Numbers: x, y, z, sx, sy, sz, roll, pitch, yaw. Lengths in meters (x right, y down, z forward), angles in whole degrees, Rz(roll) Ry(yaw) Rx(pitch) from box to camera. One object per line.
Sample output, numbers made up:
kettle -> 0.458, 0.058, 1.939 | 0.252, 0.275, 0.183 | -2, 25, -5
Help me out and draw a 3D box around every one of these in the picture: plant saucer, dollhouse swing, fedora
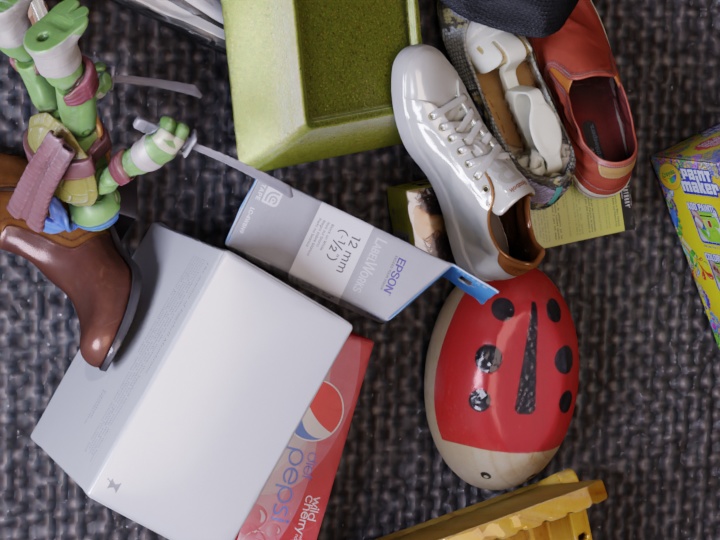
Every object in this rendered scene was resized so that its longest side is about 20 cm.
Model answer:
plant saucer -> -0.017, -0.186, 1.599 | 0.199, 0.048, 0.201 | -15, 102, -45
dollhouse swing -> 0.112, 0.261, 1.678 | 0.199, 0.176, 0.182 | -17, 102, -18
fedora -> 0.114, -0.249, 1.636 | 0.200, 0.201, 0.092 | 6, 128, -20

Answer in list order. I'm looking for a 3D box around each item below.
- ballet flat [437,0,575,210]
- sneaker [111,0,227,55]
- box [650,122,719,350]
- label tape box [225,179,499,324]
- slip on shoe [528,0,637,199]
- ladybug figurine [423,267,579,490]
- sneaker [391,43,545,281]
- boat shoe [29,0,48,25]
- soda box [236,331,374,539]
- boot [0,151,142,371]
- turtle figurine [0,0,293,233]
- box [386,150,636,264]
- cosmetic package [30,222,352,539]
ballet flat -> 0.123, -0.149, 1.660 | 0.072, 0.072, 0.201 | -21, 85, -16
sneaker -> -0.119, -0.237, 1.586 | 0.200, 0.076, 0.116 | 25, 90, -18
box -> 0.385, -0.048, 1.767 | 0.200, 0.122, 0.193 | -26, 104, -15
label tape box -> 0.000, 0.000, 1.590 | 0.200, 0.143, 0.066 | 27, 87, 0
slip on shoe -> 0.182, -0.159, 1.689 | 0.074, 0.061, 0.201 | -9, 75, -17
ladybug figurine -> 0.123, 0.086, 1.714 | 0.135, 0.072, 0.201 | -1, 97, -19
sneaker -> 0.093, -0.088, 1.618 | 0.073, 0.085, 0.200 | -35, 108, -35
boat shoe -> -0.286, -0.220, 1.535 | 0.072, 0.076, 0.200 | -28, 96, -11
soda box -> -0.055, 0.139, 1.662 | 0.070, 0.063, 0.201 | 15, 91, -21
boot -> -0.263, -0.021, 1.523 | 0.199, 0.068, 0.189 | 12, 56, -22
turtle figurine -> -0.176, -0.130, 1.474 | 0.199, 0.144, 0.194 | -17, 136, 6
box -> 0.126, -0.051, 1.711 | 0.199, 0.050, 0.076 | -14, 101, -18
cosmetic package -> -0.130, 0.086, 1.555 | 0.123, 0.200, 0.200 | 31, 86, -20
